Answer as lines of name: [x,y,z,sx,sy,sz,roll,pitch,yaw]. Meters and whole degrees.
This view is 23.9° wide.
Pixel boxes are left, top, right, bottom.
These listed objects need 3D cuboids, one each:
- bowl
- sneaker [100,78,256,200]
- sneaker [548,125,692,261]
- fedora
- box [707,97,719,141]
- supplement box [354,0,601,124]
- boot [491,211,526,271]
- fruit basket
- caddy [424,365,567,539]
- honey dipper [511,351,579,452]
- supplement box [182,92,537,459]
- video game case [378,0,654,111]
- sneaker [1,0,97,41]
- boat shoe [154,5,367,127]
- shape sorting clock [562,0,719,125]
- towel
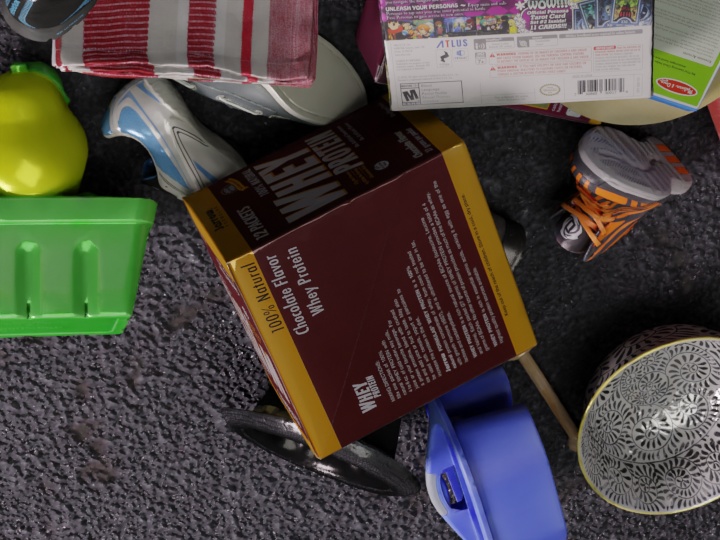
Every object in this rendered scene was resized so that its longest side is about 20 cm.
bowl: [0.284,0.119,1.580,0.200,0.094,0.202,-6,123,-9]
sneaker: [-0.129,-0.077,1.374,0.072,0.072,0.200,-37,120,13]
sneaker: [0.201,-0.055,1.417,0.112,0.078,0.200,-43,159,22]
fedora: [-0.022,0.125,1.479,0.200,0.200,0.092,31,75,-28]
box: [0.340,-0.154,1.404,0.102,0.095,0.200,-11,128,23]
supplement box: [0.109,-0.197,1.344,0.199,0.086,0.111,9,119,-19]
boot: [0.042,0.015,1.482,0.131,0.070,0.201,23,103,-22]
fruit basket: [-0.264,-0.054,1.338,0.214,0.156,0.217,3,78,-12]
caddy: [0.111,0.185,1.553,0.105,0.142,0.201,-21,123,-4]
honey dipper: [0.167,0.103,1.582,0.038,0.038,0.200,-31,128,7]
supplement box: [0.000,0.000,1.337,0.199,0.133,0.198,-28,121,-7]
video game case: [0.112,-0.198,1.224,0.199,0.036,0.182,-3,135,6]
sneaker: [-0.174,-0.246,1.213,0.073,0.082,0.200,40,77,-4]
boat shoe: [-0.086,-0.160,1.350,0.199,0.073,0.062,19,159,-31]
shape sorting clock: [0.218,-0.200,1.293,0.199,0.039,0.201,-3,121,-6]
towel: [-0.128,-0.214,1.272,0.199,0.023,0.145,2,85,-14]
